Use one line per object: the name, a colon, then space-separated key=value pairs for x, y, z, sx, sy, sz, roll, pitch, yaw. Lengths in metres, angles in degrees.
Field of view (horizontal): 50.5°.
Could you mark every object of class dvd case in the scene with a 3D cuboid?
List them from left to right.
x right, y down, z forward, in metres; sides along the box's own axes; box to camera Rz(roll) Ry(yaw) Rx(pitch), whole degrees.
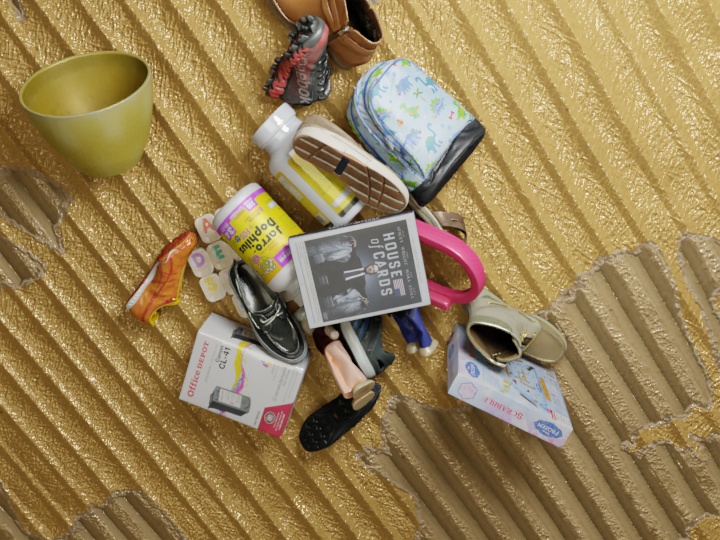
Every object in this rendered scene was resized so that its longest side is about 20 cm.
dvd case: x=0.000 y=0.000 z=1.184 sx=0.197 sy=0.025 sz=0.152 roll=-11 pitch=106 yaw=4

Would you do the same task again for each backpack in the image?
backpack: x=0.074 y=-0.227 z=1.168 sx=0.200 sy=0.154 sz=0.163 roll=41 pitch=81 yaw=8

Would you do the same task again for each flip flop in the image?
flip flop: x=0.134 y=-0.081 z=1.244 sx=0.057 sy=0.081 sz=0.200 roll=-41 pitch=94 yaw=1

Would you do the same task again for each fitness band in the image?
fitness band: x=0.108 y=-0.012 z=1.233 sx=0.198 sy=0.037 sz=0.145 roll=24 pitch=140 yaw=22

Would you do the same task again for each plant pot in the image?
plant pot: x=-0.412 y=-0.235 z=1.204 sx=0.197 sy=0.202 sz=0.143 roll=0 pitch=133 yaw=6

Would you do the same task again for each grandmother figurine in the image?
grandmother figurine: x=-0.049 y=0.133 z=1.285 sx=0.060 sy=0.200 sz=0.122 roll=-22 pitch=145 yaw=-26

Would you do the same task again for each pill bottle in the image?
pill bottle: x=-0.140 y=-0.038 z=1.243 sx=0.200 sy=0.104 sz=0.104 roll=46 pitch=107 yaw=-1
pill bottle: x=-0.075 y=-0.166 z=1.213 sx=0.112 sy=0.112 sz=0.200 roll=-43 pitch=99 yaw=16

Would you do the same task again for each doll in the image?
doll: x=0.062 y=0.052 z=1.268 sx=0.048 sy=0.136 sz=0.201 roll=-41 pitch=112 yaw=-24

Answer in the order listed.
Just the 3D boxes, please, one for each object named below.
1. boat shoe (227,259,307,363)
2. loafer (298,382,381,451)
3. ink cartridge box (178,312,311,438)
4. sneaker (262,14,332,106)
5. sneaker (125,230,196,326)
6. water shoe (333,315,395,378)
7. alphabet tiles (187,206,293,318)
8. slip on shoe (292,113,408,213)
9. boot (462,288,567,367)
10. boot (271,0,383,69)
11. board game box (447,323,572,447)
boat shoe: x=-0.159 y=0.071 z=1.277 sx=0.072 sy=0.071 sz=0.201 roll=-38 pitch=88 yaw=-13
loafer: x=-0.036 y=0.263 z=1.367 sx=0.200 sy=0.070 sz=0.069 roll=-44 pitch=67 yaw=31
ink cartridge box: x=-0.203 y=0.186 z=1.352 sx=0.197 sy=0.086 sz=0.149 roll=20 pitch=109 yaw=-2
sneaker: x=-0.076 y=-0.308 z=1.150 sx=0.097 sy=0.200 sz=0.072 roll=24 pitch=67 yaw=-15
sneaker: x=-0.331 y=0.012 z=1.326 sx=0.077 sy=0.073 sz=0.200 roll=34 pitch=117 yaw=-13
water shoe: x=-0.006 y=0.085 z=1.319 sx=0.078 sy=0.071 sz=0.202 roll=-25 pitch=101 yaw=-18
alphabet tiles: x=-0.197 y=-0.020 z=1.324 sx=0.198 sy=0.015 sz=0.198 roll=-21 pitch=104 yaw=12
slip on shoe: x=-0.008 y=-0.162 z=1.145 sx=0.198 sy=0.061 sz=0.076 roll=29 pitch=140 yaw=-11
boot: x=0.255 y=0.113 z=1.243 sx=0.198 sy=0.155 sz=0.073 roll=30 pitch=108 yaw=-4
boot: x=-0.052 y=-0.384 z=1.113 sx=0.077 sy=0.155 sz=0.201 roll=-40 pitch=102 yaw=-11
board game box: x=0.236 y=0.182 z=1.245 sx=0.198 sy=0.200 sz=0.042 roll=27 pitch=109 yaw=-2
